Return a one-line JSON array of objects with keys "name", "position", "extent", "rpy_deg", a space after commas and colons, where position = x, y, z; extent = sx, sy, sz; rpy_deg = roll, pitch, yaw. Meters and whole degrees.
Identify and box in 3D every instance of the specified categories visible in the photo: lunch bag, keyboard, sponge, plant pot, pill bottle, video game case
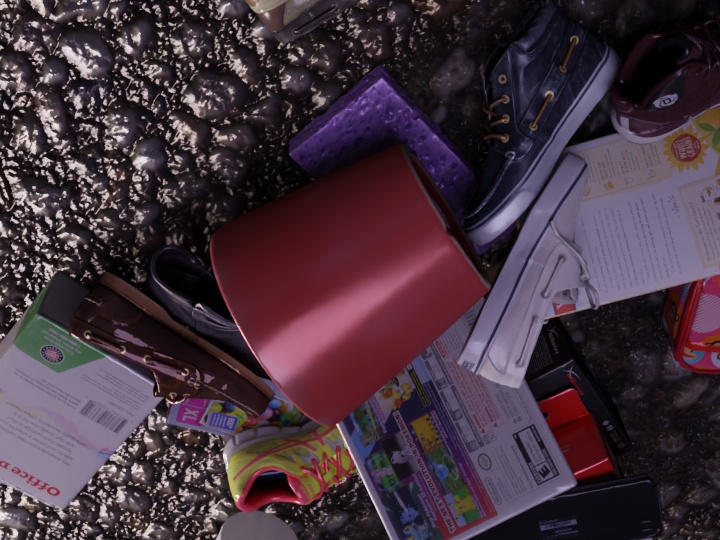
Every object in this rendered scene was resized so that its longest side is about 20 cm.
[{"name": "lunch bag", "position": [0.400, 0.036, 0.968], "extent": [0.197, 0.082, 0.178], "rpy_deg": [2, 126, -2]}, {"name": "keyboard", "position": [0.194, 0.259, 0.961], "extent": [0.198, 0.021, 0.128], "rpy_deg": [-12, 118, 8]}, {"name": "sponge", "position": [0.042, -0.079, 0.903], "extent": [0.111, 0.030, 0.200], "rpy_deg": [-37, 118, 20]}, {"name": "plant pot", "position": [0.000, 0.000, 0.833], "extent": [0.176, 0.201, 0.201], "rpy_deg": [-33, 118, 11]}, {"name": "pill bottle", "position": [-0.144, 0.377, 1.131], "extent": [0.113, 0.114, 0.201], "rpy_deg": [17, 120, -13]}, {"name": "video game case", "position": [0.078, 0.149, 0.938], "extent": [0.181, 0.023, 0.202], "rpy_deg": [-28, 81, 7]}]

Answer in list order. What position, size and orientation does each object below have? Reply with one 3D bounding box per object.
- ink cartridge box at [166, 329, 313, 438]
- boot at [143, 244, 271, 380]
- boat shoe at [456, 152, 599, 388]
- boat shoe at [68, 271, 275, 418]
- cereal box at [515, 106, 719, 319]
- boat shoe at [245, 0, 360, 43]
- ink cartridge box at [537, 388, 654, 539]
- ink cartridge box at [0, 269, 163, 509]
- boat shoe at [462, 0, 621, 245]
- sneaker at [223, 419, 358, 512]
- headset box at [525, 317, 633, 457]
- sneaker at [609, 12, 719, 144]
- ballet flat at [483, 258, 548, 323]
[{"name": "ink cartridge box", "position": [-0.089, 0.125, 1.020], "extent": [0.198, 0.042, 0.120], "rpy_deg": [14, 121, -13]}, {"name": "boot", "position": [-0.107, 0.047, 0.902], "extent": [0.198, 0.132, 0.070], "rpy_deg": [24, 78, -14]}, {"name": "boat shoe", "position": [0.161, 0.006, 0.829], "extent": [0.085, 0.075, 0.204], "rpy_deg": [26, 82, 5]}, {"name": "boat shoe", "position": [-0.173, 0.085, 0.916], "extent": [0.199, 0.070, 0.071], "rpy_deg": [35, 70, -14]}, {"name": "cereal box", "position": [0.239, -0.050, 0.883], "extent": [0.198, 0.040, 0.146], "rpy_deg": [-14, 85, 8]}, {"name": "boat shoe", "position": [0.005, -0.246, 0.778], "extent": [0.198, 0.074, 0.065], "rpy_deg": [-22, 132, 15]}, {"name": "ink cartridge box", "position": [0.206, 0.222, 0.990], "extent": [0.115, 0.068, 0.201], "rpy_deg": [-26, 122, 13]}, {"name": "ink cartridge box", "position": [-0.297, 0.122, 0.979], "extent": [0.145, 0.088, 0.200], "rpy_deg": [34, 113, -21]}, {"name": "boat shoe", "position": [0.127, -0.126, 0.836], "extent": [0.091, 0.071, 0.201], "rpy_deg": [35, 90, -15]}, {"name": "sneaker", "position": [-0.041, 0.194, 0.990], "extent": [0.198, 0.091, 0.079], "rpy_deg": [-18, 121, 7]}, {"name": "headset box", "position": [0.157, 0.161, 1.032], "extent": [0.199, 0.075, 0.149], "rpy_deg": [-29, 121, 15]}, {"name": "sneaker", "position": [0.288, -0.176, 0.795], "extent": [0.199, 0.076, 0.115], "rpy_deg": [-34, 161, 15]}, {"name": "ballet flat", "position": [0.187, 0.011, 0.941], "extent": [0.198, 0.073, 0.068], "rpy_deg": [-24, 125, 12]}]
